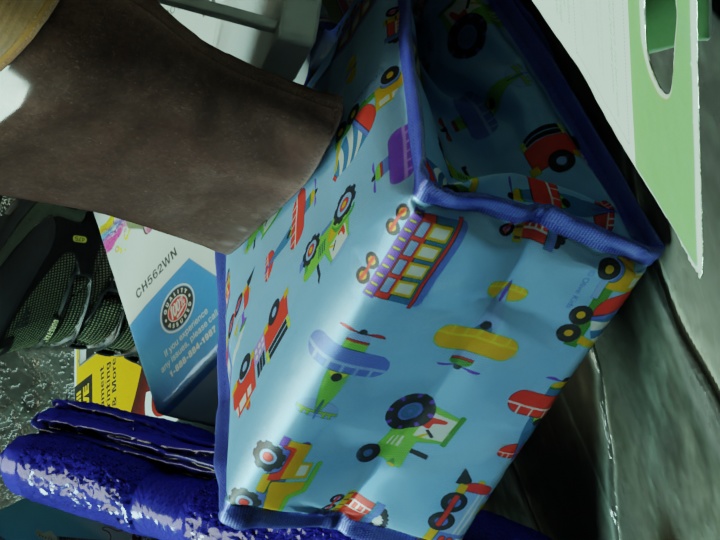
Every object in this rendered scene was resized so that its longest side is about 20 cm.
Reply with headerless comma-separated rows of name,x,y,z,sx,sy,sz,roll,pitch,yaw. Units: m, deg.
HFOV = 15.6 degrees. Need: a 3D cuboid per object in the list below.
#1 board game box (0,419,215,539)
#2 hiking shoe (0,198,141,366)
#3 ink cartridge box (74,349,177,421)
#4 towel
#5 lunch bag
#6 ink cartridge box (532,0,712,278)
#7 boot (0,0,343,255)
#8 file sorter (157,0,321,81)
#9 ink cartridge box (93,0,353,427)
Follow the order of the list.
board game box,-0.092,0.157,1.129,0.047,0.200,0.151,-36,83,42
hiking shoe,-0.102,0.005,1.166,0.101,0.200,0.076,44,130,10
ink cartridge box,-0.093,0.018,1.341,0.175,0.084,0.201,-32,54,51
towel,-0.024,0.092,1.039,0.200,0.148,0.050,13,89,34
lunch bag,0.004,-0.025,0.916,0.151,0.094,0.200,-58,31,31
ink cartridge box,0.070,-0.115,0.682,0.200,0.048,0.146,-117,16,-51
boot,-0.118,-0.037,0.903,0.200,0.166,0.073,-41,29,49
file sorter,-0.080,-0.148,0.976,0.139,0.124,0.201,125,156,-59
ink cartridge box,-0.042,-0.052,1.104,0.145,0.085,0.200,-45,48,30
